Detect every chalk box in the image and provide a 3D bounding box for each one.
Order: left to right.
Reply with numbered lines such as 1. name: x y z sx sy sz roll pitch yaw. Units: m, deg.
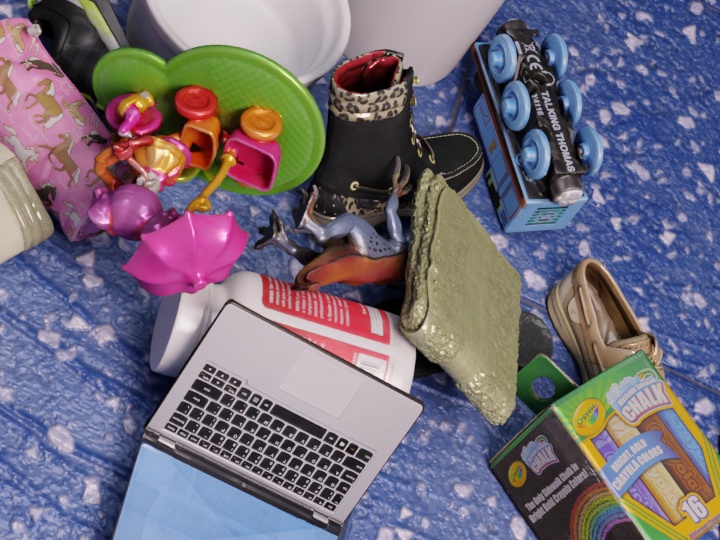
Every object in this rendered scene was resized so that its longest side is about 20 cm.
1. chalk box: 0.204 0.160 1.427 0.123 0.125 0.201 -24 74 -36

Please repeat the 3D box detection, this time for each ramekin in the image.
1. ramekin: -0.117 -0.222 1.527 0.198 0.098 0.202 13 56 -19

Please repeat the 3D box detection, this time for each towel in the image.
1. towel: 0.086 0.022 1.421 0.148 0.036 0.201 47 31 -31

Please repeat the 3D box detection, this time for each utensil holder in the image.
1. utensil holder: 0.068 -0.298 1.603 0.168 0.200 0.172 12 56 -19

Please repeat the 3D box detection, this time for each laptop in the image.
1. laptop: -0.069 0.165 1.276 0.186 0.201 0.116 29 17 -21

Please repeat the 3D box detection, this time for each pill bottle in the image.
1. pill bottle: -0.064 0.066 1.359 0.198 0.112 0.113 17 54 -16

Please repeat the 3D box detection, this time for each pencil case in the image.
1. pencil case: -0.259 -0.118 1.397 0.201 0.087 0.083 52 39 9

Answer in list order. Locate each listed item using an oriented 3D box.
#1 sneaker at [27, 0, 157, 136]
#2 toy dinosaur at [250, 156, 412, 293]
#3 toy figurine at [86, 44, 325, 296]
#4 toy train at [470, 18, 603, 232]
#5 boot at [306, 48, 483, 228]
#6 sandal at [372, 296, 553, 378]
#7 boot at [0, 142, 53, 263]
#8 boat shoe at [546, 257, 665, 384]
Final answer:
1. sneaker: -0.231 -0.162 1.465 0.082 0.072 0.201 -25 71 -11
2. toy dinosaur: 0.000 0.000 1.418 0.180 0.105 0.201 29 40 -28
3. toy figurine: -0.145 -0.068 1.297 0.198 0.151 0.185 19 46 1
4. toy train: 0.159 -0.137 1.601 0.086 0.114 0.202 -4 62 -25
5. boot: 0.041 -0.124 1.502 0.202 0.155 0.073 -21 48 -33
6. sandal: 0.086 0.052 1.485 0.198 0.048 0.076 0 60 -27
7. boot: -0.353 -0.066 1.324 0.200 0.072 0.155 47 52 1
8. boat shoe: 0.238 0.084 1.531 0.071 0.065 0.201 -18 69 -34
